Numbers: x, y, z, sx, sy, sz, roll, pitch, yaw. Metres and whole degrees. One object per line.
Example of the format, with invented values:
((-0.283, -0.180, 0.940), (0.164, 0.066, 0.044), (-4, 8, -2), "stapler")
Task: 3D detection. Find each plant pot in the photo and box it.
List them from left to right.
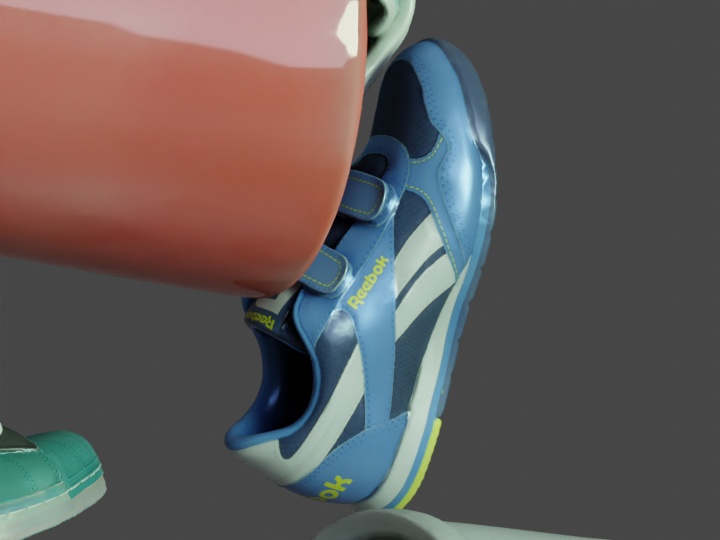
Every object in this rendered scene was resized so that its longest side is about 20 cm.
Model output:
((-0.115, -0.088, 1.008), (0.177, 0.200, 0.201), (1, 77, -24), "plant pot")

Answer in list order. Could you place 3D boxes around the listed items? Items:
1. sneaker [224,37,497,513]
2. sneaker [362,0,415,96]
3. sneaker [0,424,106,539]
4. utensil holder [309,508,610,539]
((0.000, 0.000, 1.102), (0.082, 0.074, 0.201), (13, 89, -22), "sneaker")
((-0.001, -0.125, 1.155), (0.070, 0.080, 0.201), (30, 61, -22), "sneaker")
((-0.185, 0.072, 0.980), (0.199, 0.071, 0.080), (-10, 88, -34), "sneaker")
((0.079, 0.185, 1.075), (0.199, 0.170, 0.171), (8, 73, -35), "utensil holder")
